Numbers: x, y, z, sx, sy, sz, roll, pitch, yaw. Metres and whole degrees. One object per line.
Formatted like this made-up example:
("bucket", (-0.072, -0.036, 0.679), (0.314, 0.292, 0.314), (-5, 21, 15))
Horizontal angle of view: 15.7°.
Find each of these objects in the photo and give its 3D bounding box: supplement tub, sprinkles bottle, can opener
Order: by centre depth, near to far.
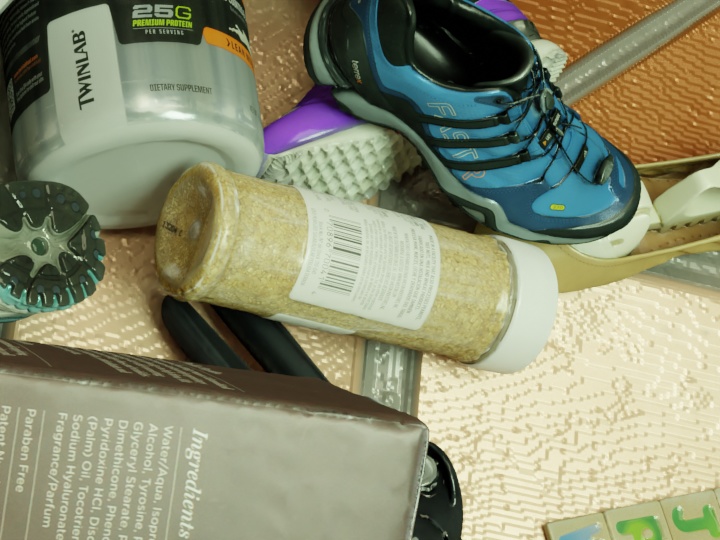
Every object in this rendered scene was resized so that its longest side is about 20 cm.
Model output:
("can opener", (-0.025, 0.077, 1.256), (0.200, 0.079, 0.063), (44, 50, 16))
("sprinkles bottle", (0.000, 0.000, 1.275), (0.200, 0.068, 0.068), (14, 60, -31))
("supplement tub", (-0.119, -0.132, 1.289), (0.122, 0.123, 0.201), (-1, 66, -21))

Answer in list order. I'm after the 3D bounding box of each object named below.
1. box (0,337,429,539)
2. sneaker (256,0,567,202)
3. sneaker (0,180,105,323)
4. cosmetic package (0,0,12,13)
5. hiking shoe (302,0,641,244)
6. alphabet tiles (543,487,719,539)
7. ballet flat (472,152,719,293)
("box", (-0.099, 0.122, 1.117), (0.199, 0.166, 0.165), (9, 91, -17))
("sneaker", (0.005, -0.102, 1.359), (0.200, 0.070, 0.100), (-25, 70, -34))
("sneaker", (-0.218, -0.001, 1.189), (0.200, 0.086, 0.078), (8, 68, -40))
("cosmetic package", (-0.197, -0.145, 1.208), (0.083, 0.051, 0.200), (42, 88, -6))
("hiking shoe", (0.067, -0.075, 1.278), (0.200, 0.087, 0.075), (30, 66, -23))
("alphabet tiles", (0.195, 0.206, 1.312), (0.167, 0.008, 0.200), (-8, 68, -24))
("ballet flat", (0.153, -0.036, 1.381), (0.199, 0.063, 0.069), (-12, 70, -25))
